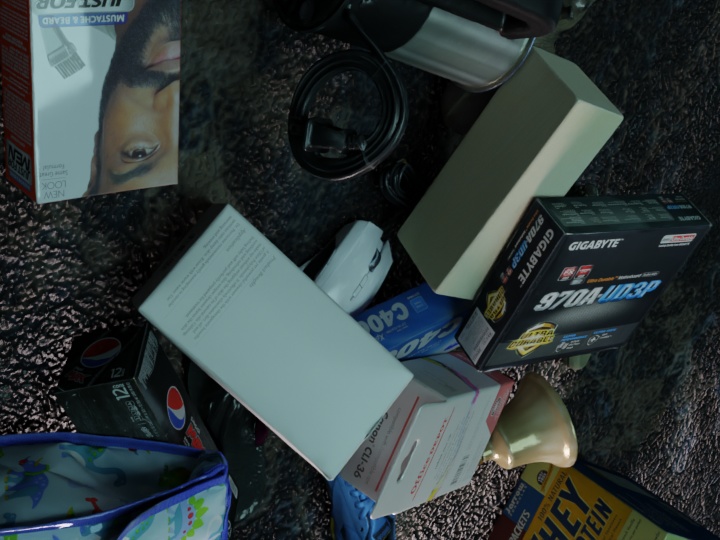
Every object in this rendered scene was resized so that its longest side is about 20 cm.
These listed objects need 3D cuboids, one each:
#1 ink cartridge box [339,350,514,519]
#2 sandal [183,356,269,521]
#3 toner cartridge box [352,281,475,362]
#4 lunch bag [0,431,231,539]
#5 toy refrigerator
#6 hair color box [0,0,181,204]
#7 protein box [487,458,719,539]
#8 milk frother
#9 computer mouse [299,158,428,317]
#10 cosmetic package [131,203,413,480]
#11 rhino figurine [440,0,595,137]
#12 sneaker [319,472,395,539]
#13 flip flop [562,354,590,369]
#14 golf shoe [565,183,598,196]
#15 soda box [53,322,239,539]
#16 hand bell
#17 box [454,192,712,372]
[{"bbox_3d":[0.054,0.143,1.029,0.199,0.067,0.118,0,116,-61],"label":"ink cartridge box"},{"bbox_3d":[-0.103,0.134,0.980,0.075,0.048,0.203,-21,123,-29],"label":"sandal"},{"bbox_3d":[0.051,0.053,1.039,0.198,0.043,0.095,-25,159,-27],"label":"toner cartridge box"},{"bbox_3d":[-0.196,0.218,0.856,0.197,0.128,0.172,-3,122,-16],"label":"lunch bag"},{"bbox_3d":[0.122,-0.075,0.946,0.069,0.076,0.201,9,125,-41],"label":"toy refrigerator"},{"bbox_3d":[-0.181,-0.156,0.771,0.110,0.064,0.203,-13,119,-35],"label":"hair color box"},{"bbox_3d":[0.286,0.315,1.274,0.199,0.198,0.136,24,95,-42],"label":"protein box"},{"bbox_3d":[0.038,-0.165,0.866,0.186,0.180,0.203,10,109,-39],"label":"milk frother"},{"bbox_3d":[0.000,0.000,1.002,0.200,0.044,0.110,-46,132,-12],"label":"computer mouse"},{"bbox_3d":[-0.069,0.053,0.888,0.200,0.085,0.108,44,81,-13],"label":"cosmetic package"},{"bbox_3d":[0.139,-0.183,0.962,0.087,0.060,0.200,-13,154,-44],"label":"rhino figurine"},{"bbox_3d":[0.001,0.205,1.078,0.065,0.078,0.203,-27,124,-23],"label":"sneaker"},{"bbox_3d":[0.248,0.040,1.165,0.081,0.057,0.202,-47,155,-31],"label":"flip flop"},{"bbox_3d":[0.191,0.013,1.142,0.097,0.078,0.202,30,92,-49],"label":"golf shoe"},{"bbox_3d":[-0.164,0.139,0.907,0.070,0.064,0.202,-11,127,13],"label":"soda box"},{"bbox_3d":[0.109,0.189,1.161,0.197,0.104,0.105,-21,123,-17],"label":"hand bell"},{"bbox_3d":[0.194,0.009,1.001,0.198,0.046,0.160,-4,135,-39],"label":"box"}]
